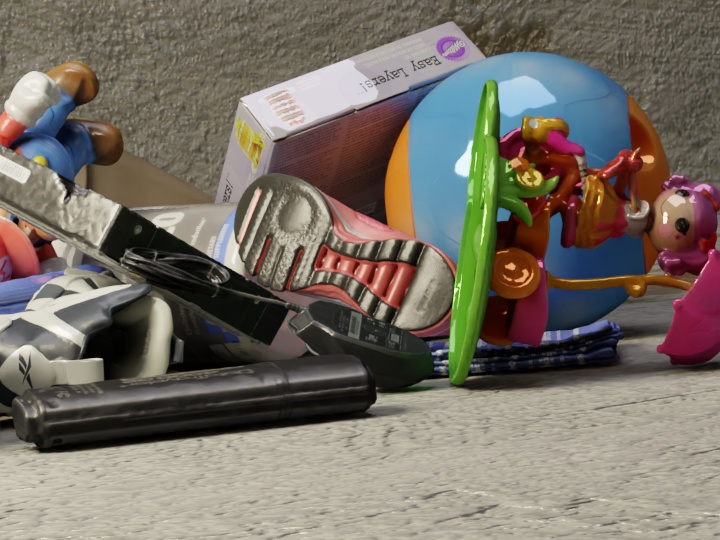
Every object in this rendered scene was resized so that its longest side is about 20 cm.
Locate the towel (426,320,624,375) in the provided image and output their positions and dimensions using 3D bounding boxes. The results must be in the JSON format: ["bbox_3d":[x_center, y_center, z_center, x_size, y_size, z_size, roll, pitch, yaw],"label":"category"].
[{"bbox_3d":[0.070,0.049,1.701,0.200,0.024,0.145,-4,2,5],"label":"towel"}]

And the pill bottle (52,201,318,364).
[{"bbox_3d":[-0.133,0.010,1.862,0.200,0.114,0.114,-3,4,34],"label":"pill bottle"}]

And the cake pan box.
[{"bbox_3d":[-0.010,-0.081,1.925,0.200,0.052,0.184,-23,-27,-27],"label":"cake pan box"}]

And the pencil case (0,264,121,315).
[{"bbox_3d":[-0.231,0.043,1.699,0.200,0.087,0.078,-9,39,-43],"label":"pencil case"}]

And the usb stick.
[{"bbox_3d":[-0.089,0.072,1.447,0.200,0.033,0.055,-5,10,-18],"label":"usb stick"}]

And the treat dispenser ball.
[{"bbox_3d":[0.118,-0.052,1.847,0.200,0.201,0.201,-4,3,0],"label":"treat dispenser ball"}]

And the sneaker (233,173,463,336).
[{"bbox_3d":[0.000,0.000,1.731,0.200,0.074,0.087,27,2,35],"label":"sneaker"}]

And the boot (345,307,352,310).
[{"bbox_3d":[0.051,0.011,2.017,0.200,0.073,0.155,-13,7,-40],"label":"boot"}]

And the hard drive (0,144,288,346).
[{"bbox_3d":[-0.150,-0.017,1.687,0.140,0.038,0.200,26,-3,35],"label":"hard drive"}]

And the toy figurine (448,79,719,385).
[{"bbox_3d":[0.155,-0.015,1.591,0.184,0.200,0.150,7,-34,-3],"label":"toy figurine"}]

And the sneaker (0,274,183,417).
[{"bbox_3d":[-0.150,0.045,1.606,0.129,0.080,0.199,0,3,25],"label":"sneaker"}]

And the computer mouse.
[{"bbox_3d":[-0.051,0.031,1.582,0.200,0.034,0.059,20,17,0],"label":"computer mouse"}]

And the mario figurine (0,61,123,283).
[{"bbox_3d":[-0.212,-0.054,1.797,0.106,0.123,0.200,-42,15,43],"label":"mario figurine"}]

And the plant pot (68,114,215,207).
[{"bbox_3d":[-0.209,-0.020,2.100,0.173,0.200,0.200,12,-4,-23],"label":"plant pot"}]
